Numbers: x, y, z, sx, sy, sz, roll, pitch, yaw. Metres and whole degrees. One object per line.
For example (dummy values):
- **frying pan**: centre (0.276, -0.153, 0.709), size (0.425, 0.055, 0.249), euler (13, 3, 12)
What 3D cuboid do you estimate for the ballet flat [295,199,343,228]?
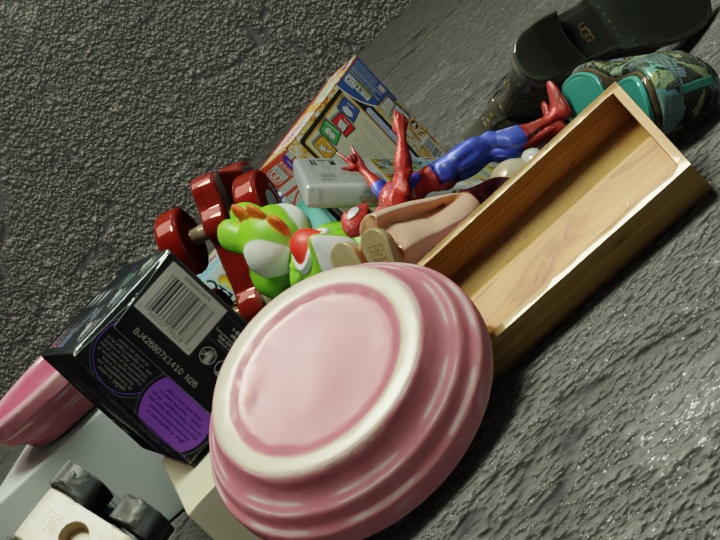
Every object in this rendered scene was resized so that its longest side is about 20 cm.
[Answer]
- **ballet flat**: centre (0.000, 0.000, 1.324), size (0.069, 0.069, 0.200), euler (-44, 40, 4)

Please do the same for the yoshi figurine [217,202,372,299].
- **yoshi figurine**: centre (-0.030, 0.001, 1.251), size (0.200, 0.112, 0.112), euler (24, 29, 36)

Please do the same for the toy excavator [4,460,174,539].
- **toy excavator**: centre (-0.225, 0.241, 1.233), size (0.100, 0.194, 0.200), euler (-54, -30, -21)

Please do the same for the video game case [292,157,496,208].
- **video game case**: centre (0.035, -0.079, 1.330), size (0.181, 0.023, 0.200), euler (-1, 10, -5)

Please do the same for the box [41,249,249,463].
- **box**: centre (-0.158, 0.067, 1.158), size (0.106, 0.122, 0.200), euler (-48, 12, -15)

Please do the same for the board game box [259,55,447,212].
- **board game box**: centre (0.000, -0.111, 1.539), size (0.046, 0.152, 0.200), euler (-35, 14, 39)

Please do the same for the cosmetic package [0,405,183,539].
- **cosmetic package**: centre (-0.232, 0.174, 1.433), size (0.199, 0.123, 0.200), euler (-41, 11, 19)

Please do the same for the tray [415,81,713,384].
- **tray**: centre (0.121, -0.020, 0.970), size (0.200, 0.037, 0.099), euler (-43, 42, 12)

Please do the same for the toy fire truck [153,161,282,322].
- **toy fire truck**: centre (-0.098, -0.009, 1.439), size (0.112, 0.201, 0.168), euler (-25, 0, 16)

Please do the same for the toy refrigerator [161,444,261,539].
- **toy refrigerator**: centre (-0.091, 0.160, 1.091), size (0.070, 0.076, 0.200), euler (-46, 12, -7)

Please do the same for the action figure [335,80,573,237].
- **action figure**: centre (0.058, -0.101, 1.190), size (0.200, 0.099, 0.065), euler (-33, -16, -9)

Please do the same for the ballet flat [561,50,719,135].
- **ballet flat**: centre (0.209, -0.129, 1.109), size (0.074, 0.074, 0.200), euler (-45, 13, -2)

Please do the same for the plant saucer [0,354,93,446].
- **plant saucer**: centre (-0.262, 0.092, 1.390), size (0.200, 0.051, 0.201), euler (-41, 12, 11)

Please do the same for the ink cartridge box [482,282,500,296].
- **ink cartridge box**: centre (0.086, 0.018, 1.076), size (0.200, 0.037, 0.095), euler (-32, 18, 43)

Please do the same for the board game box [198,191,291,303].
- **board game box**: centre (-0.126, 0.025, 1.622), size (0.200, 0.103, 0.105), euler (-50, 12, -24)

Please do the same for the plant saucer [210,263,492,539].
- **plant saucer**: centre (-0.017, 0.073, 0.935), size (0.200, 0.051, 0.201), euler (-21, 46, 23)

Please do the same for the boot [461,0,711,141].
- **boot**: centre (0.187, -0.175, 1.281), size (0.199, 0.069, 0.174), euler (-20, -13, -11)

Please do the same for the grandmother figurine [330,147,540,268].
- **grandmother figurine**: centre (0.077, -0.043, 1.124), size (0.200, 0.061, 0.121), euler (-27, 12, -38)
